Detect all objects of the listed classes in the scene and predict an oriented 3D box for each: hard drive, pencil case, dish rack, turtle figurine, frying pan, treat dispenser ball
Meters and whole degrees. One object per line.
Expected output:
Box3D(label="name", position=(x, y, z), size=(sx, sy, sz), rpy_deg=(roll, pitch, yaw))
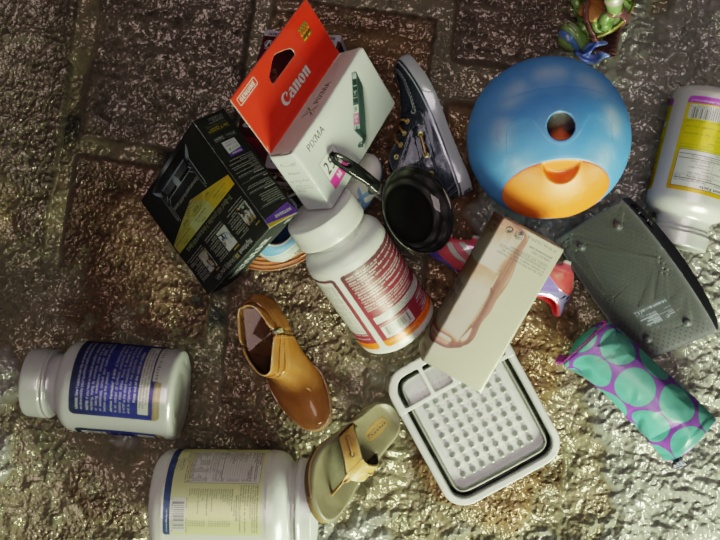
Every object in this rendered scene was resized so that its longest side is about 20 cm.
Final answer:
Box3D(label="hard drive", position=(0.355, 0.010, 1.220), size=(0.042, 0.135, 0.200), rpy_deg=(-36, 90, -41))
Box3D(label="pencil case", position=(0.355, 0.156, 1.233), size=(0.200, 0.085, 0.092), rpy_deg=(44, 127, 3))
Box3D(label="dish rack", position=(0.148, 0.189, 1.263), size=(0.171, 0.044, 0.200), rpy_deg=(-29, 88, 1))
Box3D(label="turtle figurine", position=(0.311, -0.386, 1.212), size=(0.194, 0.144, 0.200), rpy_deg=(-36, 92, -2))
Box3D(label="frying pan", position=(0.039, -0.077, 1.180), size=(0.190, 0.031, 0.115), rpy_deg=(4, 75, -35))
Box3D(label="treat dispenser ball", position=(0.232, -0.163, 1.184), size=(0.201, 0.201, 0.201), rpy_deg=(0, 89, 2))

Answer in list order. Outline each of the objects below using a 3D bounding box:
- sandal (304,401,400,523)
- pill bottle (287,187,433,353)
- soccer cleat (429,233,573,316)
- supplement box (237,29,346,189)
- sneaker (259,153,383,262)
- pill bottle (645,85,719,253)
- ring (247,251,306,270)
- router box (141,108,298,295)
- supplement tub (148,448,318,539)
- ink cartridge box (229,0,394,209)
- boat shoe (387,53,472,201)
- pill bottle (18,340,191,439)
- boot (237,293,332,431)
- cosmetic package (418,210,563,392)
Box3D(label="sandal", position=(-0.002, 0.232, 1.207), size=(0.200, 0.054, 0.080), rpy_deg=(-42, 105, -42))
Box3D(label="pill bottle", position=(0.000, 0.000, 1.201), size=(0.110, 0.110, 0.200), rpy_deg=(-33, 116, 2))
Box3D(label="soccer cleat", position=(0.180, 0.004, 1.252), size=(0.200, 0.067, 0.077), rpy_deg=(13, 85, -1))
Box3D(label="supplement box", position=(-0.090, -0.207, 1.229), size=(0.109, 0.061, 0.200), rpy_deg=(7, 71, 14))
Box3D(label="sneaker", position=(-0.056, -0.084, 1.236), size=(0.200, 0.072, 0.072), rpy_deg=(-37, 64, 2))
Box3D(label="pill bottle", position=(0.428, -0.128, 1.223), size=(0.104, 0.104, 0.200), rpy_deg=(14, 90, 2))
Box3D(label="ring", position=(-0.126, -0.100, 1.289), size=(0.200, 0.019, 0.201), rpy_deg=(0, 90, 3))
Box3D(label="router box", position=(-0.181, -0.080, 1.193), size=(0.052, 0.200, 0.157), rpy_deg=(-33, 85, -40))
Box3D(label="supplement tub", position=(-0.157, 0.301, 1.223), size=(0.200, 0.145, 0.145), rpy_deg=(0, 89, 2))
Box3D(label="ink cartridge box", position=(-0.050, -0.203, 1.151), size=(0.044, 0.174, 0.200), rpy_deg=(-2, 47, 38))
Box3D(label="boat shoe", position=(0.068, -0.178, 1.254), size=(0.091, 0.071, 0.200), rpy_deg=(-23, 91, -2))
Box3D(label="pill bottle", position=(-0.331, 0.153, 1.245), size=(0.200, 0.120, 0.120), rpy_deg=(5, 90, 2))
Box3D(label="boot", position=(-0.103, 0.125, 1.217), size=(0.074, 0.155, 0.200), rpy_deg=(-29, 88, 2))
Box3D(label="cosmetic package", position=(0.157, 0.035, 1.178), size=(0.087, 0.103, 0.200), rpy_deg=(28, 96, -3))
